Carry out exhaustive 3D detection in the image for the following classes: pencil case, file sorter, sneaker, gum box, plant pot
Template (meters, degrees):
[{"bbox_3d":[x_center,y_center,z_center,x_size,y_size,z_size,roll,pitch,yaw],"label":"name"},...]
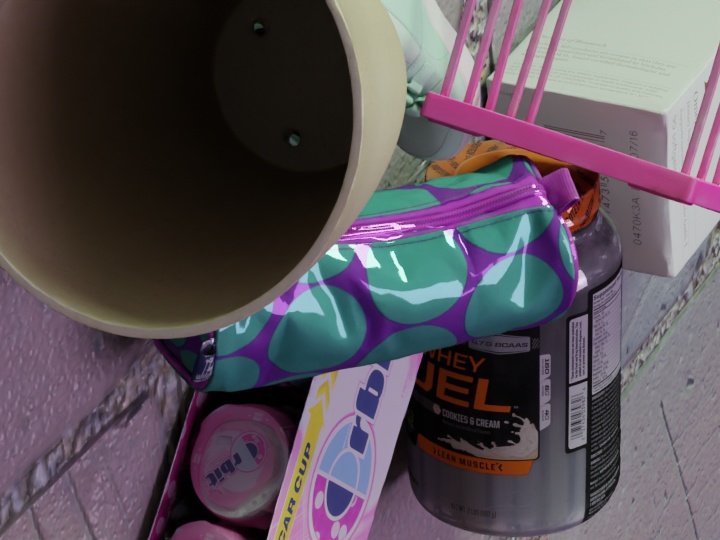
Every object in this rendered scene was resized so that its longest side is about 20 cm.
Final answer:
[{"bbox_3d":[0.000,0.000,1.391,0.200,0.085,0.093,-11,146,-21],"label":"pencil case"},{"bbox_3d":[0.136,-0.108,1.491,0.200,0.139,0.126,5,103,-74],"label":"file sorter"},{"bbox_3d":[-0.007,-0.093,1.468,0.118,0.074,0.201,-58,149,-24],"label":"sneaker"},{"bbox_3d":[-0.041,0.101,1.485,0.113,0.066,0.200,36,69,-63],"label":"gum box"},{"bbox_3d":[-0.054,-0.079,1.279,0.200,0.187,0.188,-23,122,-69],"label":"plant pot"}]

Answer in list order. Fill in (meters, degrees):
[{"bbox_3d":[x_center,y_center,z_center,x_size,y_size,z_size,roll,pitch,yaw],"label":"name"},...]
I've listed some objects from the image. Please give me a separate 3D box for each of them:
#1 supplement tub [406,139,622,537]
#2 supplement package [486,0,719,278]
[{"bbox_3d":[0.085,0.036,1.641,0.123,0.122,0.200,-39,134,-51],"label":"supplement tub"},{"bbox_3d":[0.172,-0.102,1.758,0.200,0.117,0.117,-48,141,-45],"label":"supplement package"}]
